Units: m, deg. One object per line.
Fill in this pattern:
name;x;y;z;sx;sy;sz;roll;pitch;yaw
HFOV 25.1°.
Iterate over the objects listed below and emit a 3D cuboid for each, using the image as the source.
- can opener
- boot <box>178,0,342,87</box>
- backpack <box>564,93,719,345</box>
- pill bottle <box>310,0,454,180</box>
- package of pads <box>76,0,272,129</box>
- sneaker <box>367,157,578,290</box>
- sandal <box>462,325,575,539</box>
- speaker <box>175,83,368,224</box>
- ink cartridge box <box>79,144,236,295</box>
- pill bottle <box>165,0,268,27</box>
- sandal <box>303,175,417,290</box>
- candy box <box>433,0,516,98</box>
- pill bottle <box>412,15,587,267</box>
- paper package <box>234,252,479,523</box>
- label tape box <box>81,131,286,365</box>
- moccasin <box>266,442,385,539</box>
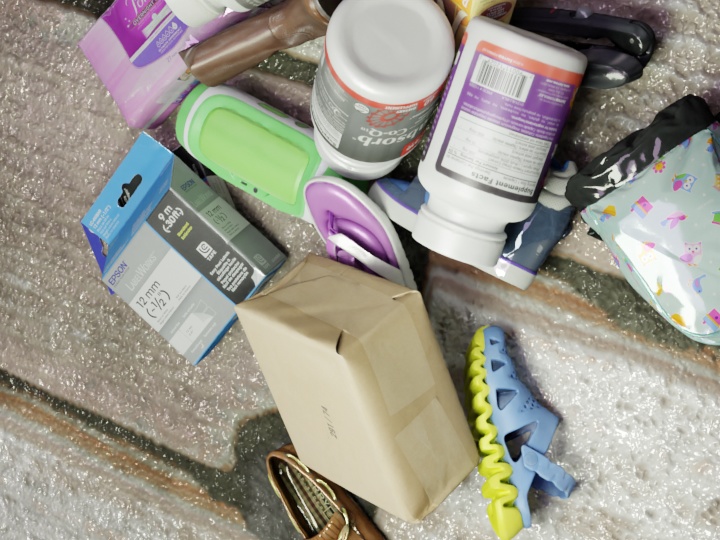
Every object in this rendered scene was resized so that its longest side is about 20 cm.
can opener;0.180;-0.214;1.481;0.199;0.078;0.064;20;117;37
boot;-0.096;-0.226;1.552;0.198;0.186;0.065;-18;90;15
backpack;0.283;-0.030;1.395;0.166;0.126;0.201;-35;83;19
pill bottle;0.014;-0.166;1.484;0.114;0.200;0.117;3;70;-7
package of pads;-0.198;-0.256;1.689;0.200;0.075;0.121;-42;75;26
sneaker;0.115;-0.086;1.527;0.199;0.080;0.148;31;98;31
sandal;0.148;0.149;1.531;0.086;0.080;0.202;-10;81;-5
speaker;-0.090;-0.118;1.632;0.199;0.088;0.089;30;108;25
ink cartridge box;-0.227;-0.056;1.747;0.199;0.037;0.096;-30;80;31
pill bottle;-0.096;-0.318;1.542;0.198;0.114;0.115;-25;82;18
sandal;0.006;-0.002;1.554;0.082;0.050;0.204;-12;119;38
candy box;0.087;-0.264;1.464;0.116;0.055;0.201;56;152;27
pill bottle;0.115;-0.111;1.417;0.111;0.111;0.202;26;104;26
paper package;-0.004;0.107;1.516;0.190;0.103;0.202;19;138;51
label tape box;-0.197;-0.023;1.677;0.200;0.066;0.143;41;119;0
moccasin;-0.028;0.263;1.630;0.073;0.077;0.203;-36;77;27
